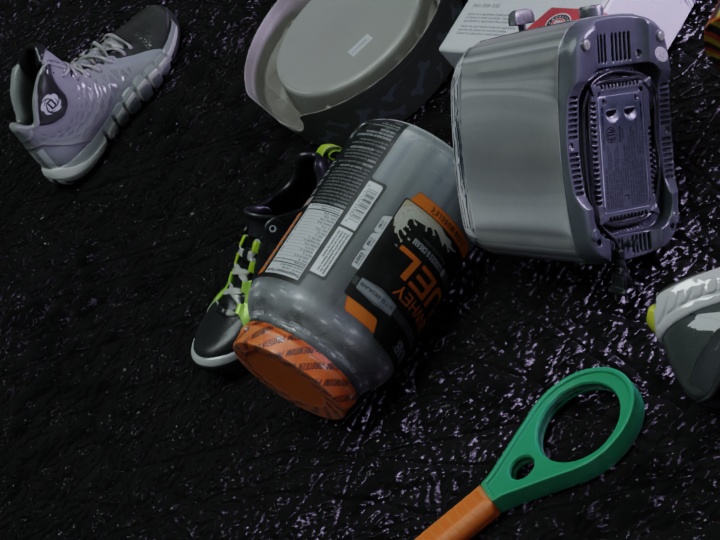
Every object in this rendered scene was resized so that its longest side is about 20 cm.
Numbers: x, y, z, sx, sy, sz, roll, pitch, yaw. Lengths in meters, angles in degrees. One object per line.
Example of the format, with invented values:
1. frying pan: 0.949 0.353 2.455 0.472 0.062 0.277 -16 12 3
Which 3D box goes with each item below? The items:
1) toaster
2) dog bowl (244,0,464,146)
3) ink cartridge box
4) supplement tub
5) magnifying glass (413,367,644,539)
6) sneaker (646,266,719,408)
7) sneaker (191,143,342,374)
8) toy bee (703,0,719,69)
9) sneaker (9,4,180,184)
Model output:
1. toaster: 0.141 -0.082 1.563 0.113 0.201 0.129 -13 10 -41
2. dog bowl: 0.000 -0.188 1.866 0.200 0.059 0.201 -25 41 24
3. ink cartridge box: 0.175 -0.217 1.716 0.144 0.084 0.200 10 63 47
4. supplement tub: 0.000 0.000 1.632 0.122 0.123 0.200 13 64 48
5. magnifying glass: 0.103 0.139 1.491 0.200 0.022 0.080 -38 38 3
6. sneaker: 0.283 0.027 1.408 0.199 0.074 0.085 -22 66 18
7. sneaker: -0.077 -0.015 1.747 0.200 0.083 0.072 -52 38 -12
8. toy bee: 0.313 -0.187 1.543 0.199 0.109 0.131 -16 43 31
9. sneaker: -0.248 -0.186 2.041 0.075 0.116 0.200 8 60 46
